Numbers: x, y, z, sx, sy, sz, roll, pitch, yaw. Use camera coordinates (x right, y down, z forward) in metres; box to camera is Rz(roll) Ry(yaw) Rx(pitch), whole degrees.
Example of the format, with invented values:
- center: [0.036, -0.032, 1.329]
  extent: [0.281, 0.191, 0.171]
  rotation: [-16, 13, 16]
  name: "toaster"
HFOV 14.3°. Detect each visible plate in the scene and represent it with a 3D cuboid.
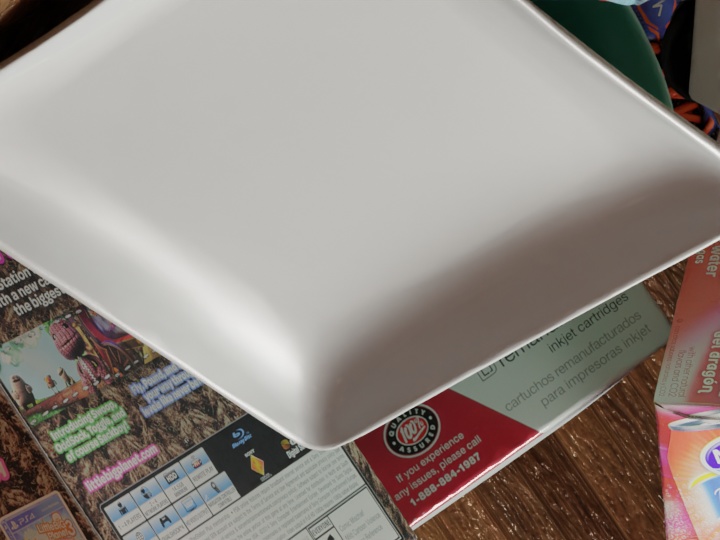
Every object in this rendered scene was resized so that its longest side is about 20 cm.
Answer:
- center: [-0.011, -0.037, 0.877]
  extent: [0.199, 0.200, 0.032]
  rotation: [-31, -141, 33]
  name: "plate"

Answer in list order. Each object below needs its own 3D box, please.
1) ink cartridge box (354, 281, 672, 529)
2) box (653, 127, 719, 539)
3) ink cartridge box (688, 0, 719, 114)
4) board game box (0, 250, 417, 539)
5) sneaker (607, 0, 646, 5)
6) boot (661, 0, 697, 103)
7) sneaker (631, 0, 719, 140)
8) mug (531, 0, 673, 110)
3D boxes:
- center: [0.002, -0.005, 1.161]
  extent: [0.145, 0.200, 0.145]
  rotation: [-34, 174, -12]
  name: "ink cartridge box"
- center: [0.179, 0.026, 1.131]
  extent: [0.094, 0.103, 0.200]
  rotation: [2, -142, 16]
  name: "box"
- center: [0.207, -0.160, 1.117]
  extent: [0.144, 0.084, 0.201]
  rotation: [-33, 139, -32]
  name: "ink cartridge box"
- center: [-0.100, 0.060, 1.014]
  extent: [0.097, 0.201, 0.159]
  rotation: [-35, 177, 31]
  name: "board game box"
- center: [0.062, -0.125, 0.898]
  extent: [0.200, 0.096, 0.079]
  rotation: [-33, 176, -40]
  name: "sneaker"
- center: [0.194, -0.169, 1.217]
  extent: [0.131, 0.070, 0.201]
  rotation: [-13, 116, -54]
  name: "boot"
- center: [0.116, -0.096, 1.273]
  extent: [0.075, 0.201, 0.079]
  rotation: [-10, 147, -32]
  name: "sneaker"
- center: [0.027, -0.057, 1.011]
  extent: [0.114, 0.153, 0.185]
  rotation: [-35, 171, 32]
  name: "mug"
